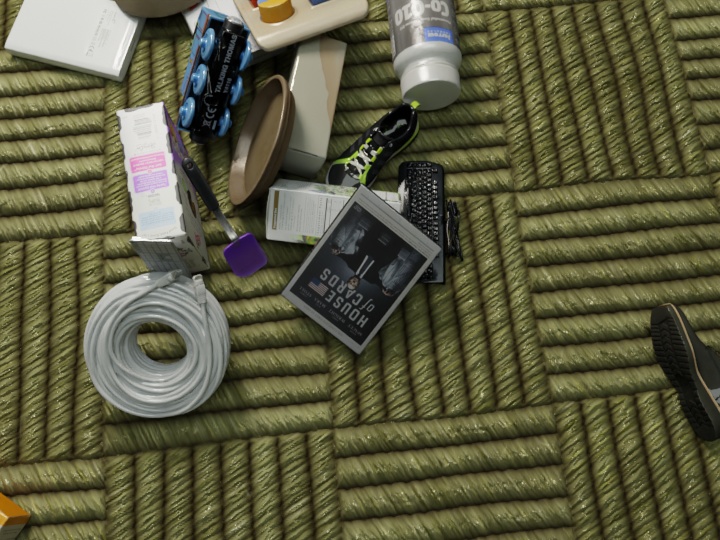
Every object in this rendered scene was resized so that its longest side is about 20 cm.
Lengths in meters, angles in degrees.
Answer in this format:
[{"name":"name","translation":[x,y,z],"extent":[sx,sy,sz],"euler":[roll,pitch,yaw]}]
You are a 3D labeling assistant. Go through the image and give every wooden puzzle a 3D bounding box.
[{"name":"wooden puzzle","translation":[-0.103,-0.439,1.103],"extent":[0.182,0.047,0.201],"euler":[-21,50,-7]}]

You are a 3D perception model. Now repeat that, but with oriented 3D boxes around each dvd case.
[{"name":"dvd case","translation":[0.000,0.000,1.010],"extent":[0.149,0.025,0.201],"euler":[37,100,-5]}]

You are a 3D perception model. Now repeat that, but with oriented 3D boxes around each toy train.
[{"name":"toy train","translation":[-0.229,-0.299,1.077],"extent":[0.085,0.202,0.115],"euler":[9,27,-30]}]

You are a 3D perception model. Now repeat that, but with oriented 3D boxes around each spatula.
[{"name":"spatula","translation":[-0.206,-0.078,1.029],"extent":[0.056,0.021,0.202],"euler":[-34,111,-12]}]

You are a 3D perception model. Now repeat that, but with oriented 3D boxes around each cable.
[{"name":"cable","translation":[-0.279,0.102,0.966],"extent":[0.197,0.069,0.203],"euler":[-16,107,2]}]

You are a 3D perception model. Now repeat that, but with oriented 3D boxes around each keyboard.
[{"name":"keyboard","translation":[-0.266,-0.002,0.968],"extent":[0.055,0.201,0.011],"euler":[7,69,1]},{"name":"keyboard","translation":[0.109,-0.081,1.086],"extent":[0.102,0.040,0.204],"euler":[1,75,-1]}]

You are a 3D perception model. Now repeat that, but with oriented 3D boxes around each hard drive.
[{"name":"hard drive","translation":[-0.475,-0.400,1.167],"extent":[0.196,0.026,0.134],"euler":[14,74,3]}]

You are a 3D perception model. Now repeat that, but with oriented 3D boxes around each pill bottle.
[{"name":"pill bottle","translation":[0.104,-0.372,1.130],"extent":[0.111,0.114,0.204],"euler":[-5,74,-3]}]

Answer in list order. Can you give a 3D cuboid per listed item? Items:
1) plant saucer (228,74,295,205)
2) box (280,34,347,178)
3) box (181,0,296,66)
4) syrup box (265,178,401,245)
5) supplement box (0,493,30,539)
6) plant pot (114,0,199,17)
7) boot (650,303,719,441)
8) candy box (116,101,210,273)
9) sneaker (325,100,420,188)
[{"name":"plant saucer","translation":[-0.147,-0.191,1.044],"extent":[0.029,0.199,0.204],"euler":[18,72,-26]},{"name":"box","translation":[-0.083,-0.259,1.097],"extent":[0.076,0.095,0.204],"euler":[13,75,-13]},{"name":"box","translation":[-0.189,-0.428,1.176],"extent":[0.197,0.041,0.158],"euler":[-25,75,-10]},{"name":"syrup box","translation":[-0.039,-0.082,1.048],"extent":[0.196,0.079,0.083],"euler":[6,106,0]},{"name":"supplement box","translation":[-0.557,0.379,0.917],"extent":[0.125,0.074,0.202],"euler":[30,76,8]},{"name":"plant pot","translation":[-0.342,-0.545,1.101],"extent":[0.184,0.201,0.190],"euler":[-3,60,5]},{"name":"boot","translation":[0.522,0.128,1.026],"extent":[0.136,0.077,0.203],"euler":[-20,89,-12]},{"name":"candy box","translation":[-0.284,-0.110,1.016],"extent":[0.070,0.168,0.203],"euler":[-13,74,-5]},{"name":"sneaker","translation":[0.017,-0.195,1.092],"extent":[0.072,0.083,0.200],"euler":[41,79,10]}]
